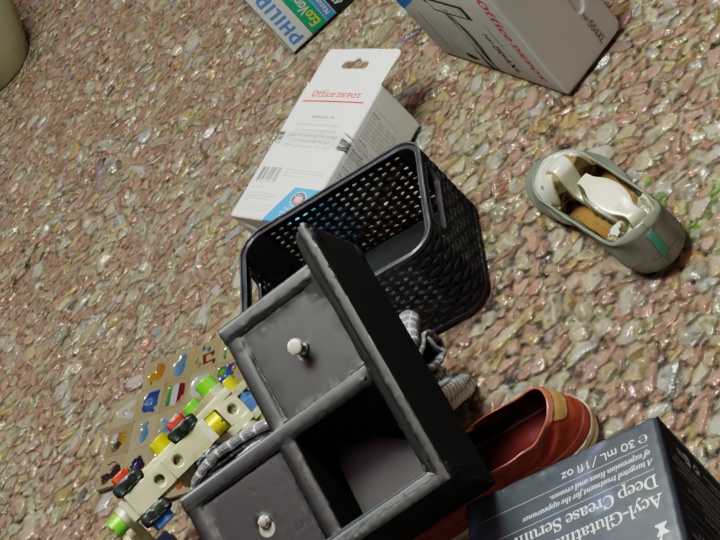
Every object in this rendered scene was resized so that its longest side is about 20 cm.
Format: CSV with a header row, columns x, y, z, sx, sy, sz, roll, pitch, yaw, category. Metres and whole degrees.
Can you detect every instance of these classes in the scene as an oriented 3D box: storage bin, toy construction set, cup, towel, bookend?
x,y,z,sx,sy,sz,roll,pitch,yaw,category
0.000,0.000,1.322,0.199,0.094,0.136,-29,41,22,storage bin
-0.151,0.173,1.296,0.201,0.092,0.131,-60,-1,-11,toy construction set
-0.541,-0.321,2.098,0.199,0.143,0.202,-26,43,27,cup
-0.021,0.119,1.172,0.199,0.086,0.165,-35,-4,17,towel
-0.048,0.111,1.039,0.198,0.092,0.201,-35,68,15,bookend

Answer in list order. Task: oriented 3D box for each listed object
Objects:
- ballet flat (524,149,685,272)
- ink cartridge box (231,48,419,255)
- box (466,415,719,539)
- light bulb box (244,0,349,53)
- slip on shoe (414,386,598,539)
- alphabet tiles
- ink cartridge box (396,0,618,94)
x,y,z,sx,sy,sz,roll,pitch,yaw,category
0.184,-0.064,1.220,0.067,0.064,0.200,-47,37,0,ballet flat
-0.024,-0.113,1.464,0.115,0.068,0.201,10,65,49,ink cartridge box
0.163,0.221,0.954,0.148,0.107,0.201,-29,42,22,box
-0.065,-0.384,1.699,0.200,0.125,0.199,-41,38,7,light bulb box
0.081,0.149,1.137,0.199,0.061,0.074,-35,41,19,slip on shoe
-0.166,0.141,1.433,0.199,0.006,0.168,-21,45,31,alphabet tiles
0.115,-0.253,1.386,0.085,0.146,0.200,-52,36,-5,ink cartridge box
